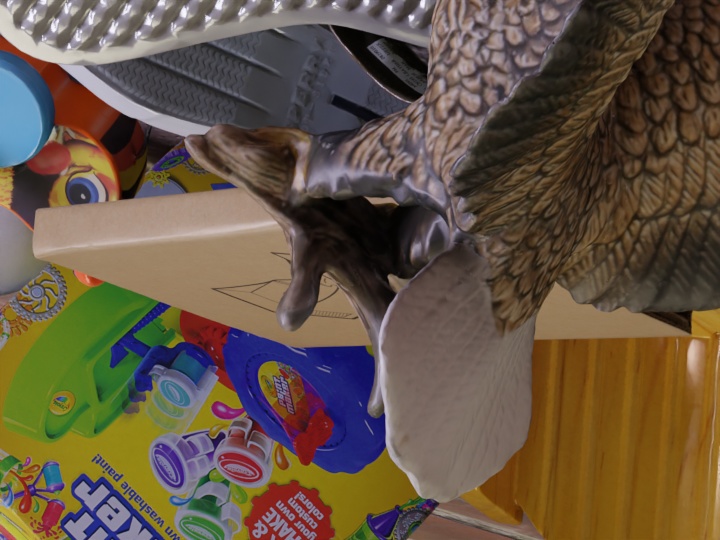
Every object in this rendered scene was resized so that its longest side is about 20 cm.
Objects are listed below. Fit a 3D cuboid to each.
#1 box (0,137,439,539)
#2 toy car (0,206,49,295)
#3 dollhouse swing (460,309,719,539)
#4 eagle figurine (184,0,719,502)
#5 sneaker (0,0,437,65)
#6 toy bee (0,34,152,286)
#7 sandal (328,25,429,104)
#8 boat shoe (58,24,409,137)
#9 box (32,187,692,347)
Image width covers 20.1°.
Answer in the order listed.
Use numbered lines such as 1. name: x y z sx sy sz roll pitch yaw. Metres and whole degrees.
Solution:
1. box: -0.078 0.075 0.945 0.200 0.193 0.122 46 160 -3
2. toy car: -0.207 -0.026 0.969 0.199 0.185 0.177 -13 175 -21
3. dollhouse swing: 0.124 0.066 0.963 0.199 0.183 0.176 6 -176 27
4. eagle figurine: 0.058 -0.055 0.507 0.199 0.152 0.151 -28 101 25
5. sneaker: -0.009 -0.109 0.584 0.199 0.080 0.079 -3 125 -5
6. toy bee: -0.133 -0.045 0.816 0.199 0.109 0.131 21 -145 29
7. sandal: 0.017 -0.084 0.677 0.200 0.058 0.080 17 165 -15
8. boat shoe: -0.047 -0.071 0.725 0.200 0.074 0.067 31 170 -17
9. box: 0.000 0.000 0.768 0.199 0.021 0.163 -3 163 39
